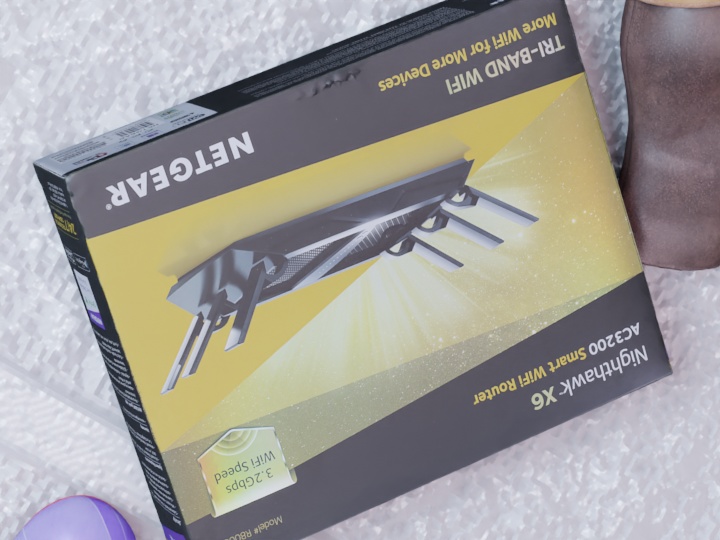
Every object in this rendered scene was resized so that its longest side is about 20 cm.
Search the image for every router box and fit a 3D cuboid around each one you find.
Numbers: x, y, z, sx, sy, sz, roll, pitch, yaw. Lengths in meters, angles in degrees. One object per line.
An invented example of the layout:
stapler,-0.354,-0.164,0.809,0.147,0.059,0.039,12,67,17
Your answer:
router box,0.000,0.000,0.959,0.199,0.052,0.158,-23,106,-16

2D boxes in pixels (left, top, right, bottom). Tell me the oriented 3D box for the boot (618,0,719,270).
boot,0.186,-0.086,1.021,0.199,0.072,0.167,-4,113,-23

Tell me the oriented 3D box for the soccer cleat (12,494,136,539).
soccer cleat,-0.120,0.181,0.930,0.066,0.076,0.201,21,91,-22
